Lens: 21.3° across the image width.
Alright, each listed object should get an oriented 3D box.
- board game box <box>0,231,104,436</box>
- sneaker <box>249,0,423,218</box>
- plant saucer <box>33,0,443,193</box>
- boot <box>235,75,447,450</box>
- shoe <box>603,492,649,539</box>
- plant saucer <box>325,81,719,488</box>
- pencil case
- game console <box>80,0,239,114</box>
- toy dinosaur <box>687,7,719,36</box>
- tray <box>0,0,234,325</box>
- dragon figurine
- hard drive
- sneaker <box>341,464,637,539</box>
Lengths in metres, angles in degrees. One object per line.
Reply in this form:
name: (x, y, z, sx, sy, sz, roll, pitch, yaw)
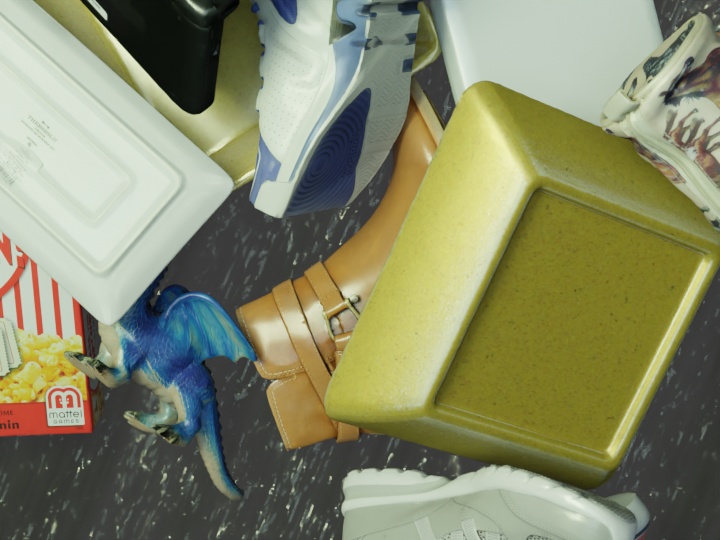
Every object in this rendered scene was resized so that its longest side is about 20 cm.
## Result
board game box: (-0.234, -0.004, 1.112, 0.150, 0.046, 0.202, -3, 105, 3)
sneaker: (-0.028, -0.139, 1.060, 0.115, 0.080, 0.201, 31, 113, 32)
plant saucer: (-0.082, -0.158, 1.121, 0.199, 0.048, 0.201, -32, 88, 4)
boot: (0.000, 0.000, 1.109, 0.153, 0.074, 0.202, -16, 88, 7)
shoe: (0.098, 0.215, 1.111, 0.199, 0.071, 0.091, -33, 92, 8)
plant saucer: (0.106, 0.023, 1.042, 0.199, 0.048, 0.201, 18, 102, -31)
pencil case: (0.211, -0.043, 1.005, 0.200, 0.090, 0.078, 44, 135, -12)
game console: (-0.107, -0.216, 1.024, 0.116, 0.176, 0.200, -38, 76, -20)
toy dinosaur: (0.248, -0.101, 1.060, 0.085, 0.136, 0.201, -22, 90, 3)
tray: (-0.176, -0.074, 1.048, 0.200, 0.022, 0.108, 41, 88, 6)
dragon figurine: (-0.100, 0.045, 1.096, 0.100, 0.059, 0.200, -49, 112, -15)
hard drive: (0.120, -0.097, 1.101, 0.131, 0.026, 0.202, -15, 90, -19)
sneaker: (0.070, 0.156, 1.065, 0.199, 0.074, 0.083, -7, 68, 45)
